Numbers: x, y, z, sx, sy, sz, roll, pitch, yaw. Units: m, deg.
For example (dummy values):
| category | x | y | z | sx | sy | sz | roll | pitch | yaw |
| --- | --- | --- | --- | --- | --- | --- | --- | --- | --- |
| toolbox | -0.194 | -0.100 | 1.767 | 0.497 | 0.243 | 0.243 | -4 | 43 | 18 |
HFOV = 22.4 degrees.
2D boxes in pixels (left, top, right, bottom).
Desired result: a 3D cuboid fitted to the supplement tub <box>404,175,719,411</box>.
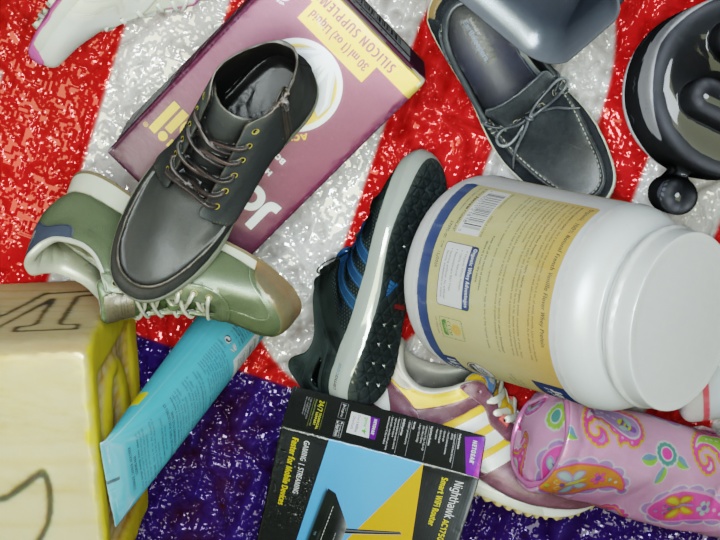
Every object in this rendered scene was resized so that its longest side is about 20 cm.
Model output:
| category | x | y | z | sx | sy | sz | roll | pitch | yaw |
| --- | --- | --- | --- | --- | --- | --- | --- | --- | --- |
| supplement tub | 0.145 | 0.016 | 1.273 | 0.199 | 0.144 | 0.146 | 15 | 109 | 43 |

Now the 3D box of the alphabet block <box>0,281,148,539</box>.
| category | x | y | z | sx | sy | sz | roll | pitch | yaw |
| --- | --- | --- | --- | --- | --- | --- | --- | --- | --- |
| alphabet block | -0.271 | 0.121 | 1.333 | 0.198 | 0.197 | 0.197 | -3 | 105 | 3 |

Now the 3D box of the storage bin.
| category | x | y | z | sx | sy | sz | roll | pitch | yaw |
| --- | --- | --- | --- | --- | --- | --- | --- | --- | --- |
| storage bin | 0.115 | -0.269 | 1.243 | 0.200 | 0.146 | 0.135 | 37 | 64 | -7 |

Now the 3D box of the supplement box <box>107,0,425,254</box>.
| category | x | y | z | sx | sy | sz | roll | pitch | yaw |
| --- | --- | --- | --- | --- | --- | --- | --- | --- | --- |
| supplement box | -0.066 | -0.120 | 1.313 | 0.131 | 0.103 | 0.200 | 43 | 102 | -9 |

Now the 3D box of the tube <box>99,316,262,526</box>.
| category | x | y | z | sx | sy | sz | roll | pitch | yaw |
| --- | --- | --- | --- | --- | --- | --- | --- | --- | --- |
| tube | -0.132 | 0.091 | 1.320 | 0.050 | 0.200 | 0.078 | 8 | 128 | 23 |

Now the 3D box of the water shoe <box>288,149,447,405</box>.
| category | x | y | z | sx | sy | sz | roll | pitch | yaw |
| --- | --- | --- | --- | --- | --- | --- | --- | --- | --- |
| water shoe | 0.000 | 0.000 | 1.353 | 0.079 | 0.071 | 0.201 | 16 | 84 | 34 |

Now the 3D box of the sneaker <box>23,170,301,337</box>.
| category | x | y | z | sx | sy | sz | roll | pitch | yaw |
| --- | --- | --- | --- | --- | --- | --- | --- | --- | --- |
| sneaker | -0.147 | 0.011 | 1.275 | 0.199 | 0.090 | 0.067 | 28 | 145 | 16 |

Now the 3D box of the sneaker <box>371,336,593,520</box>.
| category | x | y | z | sx | sy | sz | roll | pitch | yaw |
| --- | --- | --- | --- | --- | --- | --- | --- | --- | --- |
| sneaker | 0.100 | 0.119 | 1.379 | 0.199 | 0.075 | 0.091 | 19 | 109 | -3 |

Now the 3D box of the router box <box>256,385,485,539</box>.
| category | x | y | z | sx | sy | sz | roll | pitch | yaw |
| --- | --- | --- | --- | --- | --- | --- | --- | --- | --- |
| router box | 0.000 | 0.188 | 1.368 | 0.148 | 0.051 | 0.201 | 14 | 131 | 1 |

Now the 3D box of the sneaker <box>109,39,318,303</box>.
| category | x | y | z | sx | sy | sz | roll | pitch | yaw |
| --- | --- | --- | --- | --- | --- | --- | --- | --- | --- |
| sneaker | -0.107 | -0.070 | 1.198 | 0.075 | 0.106 | 0.201 | 35 | 88 | 6 |

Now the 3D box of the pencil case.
| category | x | y | z | sx | sy | sz | roll | pitch | yaw |
| --- | --- | --- | --- | --- | --- | --- | --- | --- | --- |
| pencil case | 0.211 | 0.143 | 1.348 | 0.199 | 0.087 | 0.088 | 16 | 105 | -23 |

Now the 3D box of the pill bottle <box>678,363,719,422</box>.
| category | x | y | z | sx | sy | sz | roll | pitch | yaw |
| --- | --- | --- | --- | --- | --- | --- | --- | --- | --- |
| pill bottle | 0.325 | 0.043 | 1.334 | 0.198 | 0.109 | 0.110 | -10 | 103 | 4 |

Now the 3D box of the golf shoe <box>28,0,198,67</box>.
| category | x | y | z | sx | sy | sz | roll | pitch | yaw |
| --- | --- | --- | --- | --- | --- | --- | --- | --- | --- |
| golf shoe | -0.156 | -0.209 | 1.313 | 0.091 | 0.075 | 0.200 | 43 | 102 | -11 |

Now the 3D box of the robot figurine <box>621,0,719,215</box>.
| category | x | y | z | sx | sy | sz | roll | pitch | yaw |
| --- | --- | --- | --- | --- | --- | --- | --- | --- | --- |
| robot figurine | 0.250 | -0.123 | 1.250 | 0.149 | 0.200 | 0.126 | -25 | 93 | -1 |

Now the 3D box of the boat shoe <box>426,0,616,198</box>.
| category | x | y | z | sx | sy | sz | roll | pitch | yaw |
| --- | --- | --- | --- | --- | --- | --- | --- | --- | --- |
| boat shoe | 0.117 | -0.123 | 1.327 | 0.074 | 0.062 | 0.201 | -34 | 101 | 8 |
